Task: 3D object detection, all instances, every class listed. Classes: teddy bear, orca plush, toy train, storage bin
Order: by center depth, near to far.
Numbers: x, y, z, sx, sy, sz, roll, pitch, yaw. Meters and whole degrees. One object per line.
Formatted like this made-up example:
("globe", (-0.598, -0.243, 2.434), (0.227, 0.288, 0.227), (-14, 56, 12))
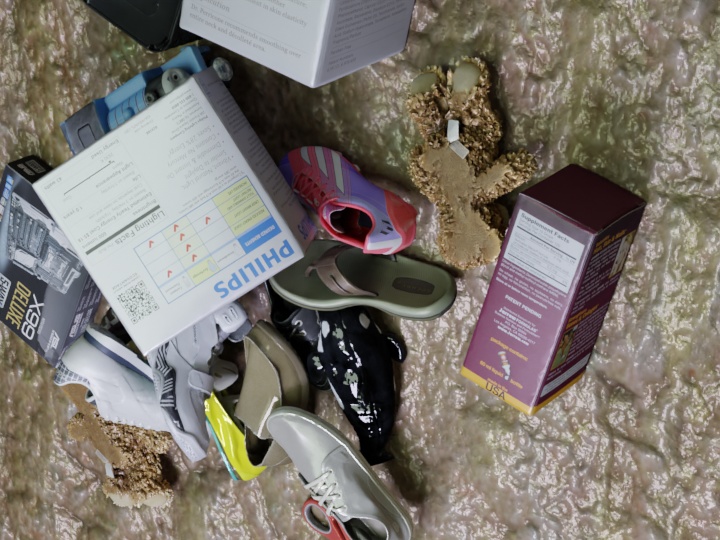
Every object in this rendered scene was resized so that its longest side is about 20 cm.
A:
("teddy bear", (0.103, -0.105, 1.569), (0.144, 0.067, 0.202), (-29, 82, 34))
("storage bin", (-0.194, -0.341, 1.666), (0.135, 0.093, 0.201), (36, 125, 20))
("orca plush", (-0.008, 0.129, 1.700), (0.104, 0.071, 0.202), (5, 112, 3))
("toy train", (-0.222, -0.168, 1.736), (0.199, 0.114, 0.087), (-25, 93, 39))
("teddy bear", (-0.283, 0.194, 1.946), (0.144, 0.067, 0.201), (-26, 96, 48))

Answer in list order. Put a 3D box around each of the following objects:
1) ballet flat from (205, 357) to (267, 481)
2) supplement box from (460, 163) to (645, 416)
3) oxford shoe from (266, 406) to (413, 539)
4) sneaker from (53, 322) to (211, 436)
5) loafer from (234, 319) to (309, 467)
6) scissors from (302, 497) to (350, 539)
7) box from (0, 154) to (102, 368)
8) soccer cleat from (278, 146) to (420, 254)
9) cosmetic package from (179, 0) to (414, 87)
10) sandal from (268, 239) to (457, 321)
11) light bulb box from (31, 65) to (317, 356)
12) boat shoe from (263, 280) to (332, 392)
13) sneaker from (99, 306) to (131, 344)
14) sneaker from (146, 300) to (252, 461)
("ballet flat", (-0.155, 0.142, 1.828), (0.067, 0.067, 0.201), (-27, 107, 9))
("supplement box", (0.178, 0.017, 1.523), (0.085, 0.110, 0.202), (29, 121, 23))
("oxford shoe", (-0.025, 0.222, 1.708), (0.200, 0.058, 0.075), (48, 137, -5))
("sneaker", (-0.253, 0.142, 1.850), (0.200, 0.081, 0.076), (40, 174, -25))
("loafer", (-0.097, 0.142, 1.755), (0.076, 0.067, 0.202), (35, 145, 41))
("scissors", (0.002, 0.325, 1.825), (0.073, 0.014, 0.201), (-39, 82, 36))
("box", (-0.375, -0.010, 1.946), (0.157, 0.050, 0.201), (38, 125, 18))
("soccer cleat", (-0.026, -0.071, 1.641), (0.199, 0.076, 0.067), (32, 125, 38))
("cosmetic package", (-0.046, -0.306, 1.526), (0.166, 0.166, 0.202), (27, 122, 24))
("sandal", (0.001, -0.001, 1.652), (0.199, 0.080, 0.058), (7, 149, 20))
("light bulb box", (-0.177, -0.060, 1.607), (0.197, 0.125, 0.201), (-31, 97, 11))
("boat shoe", (-0.068, 0.039, 1.734), (0.069, 0.066, 0.202), (-4, 105, 36))
("sneaker", (-0.215, 0.057, 1.845), (0.116, 0.076, 0.200), (44, 131, 4))
("sneaker", (-0.165, 0.094, 1.741), (0.114, 0.075, 0.202), (-17, 77, -1))
